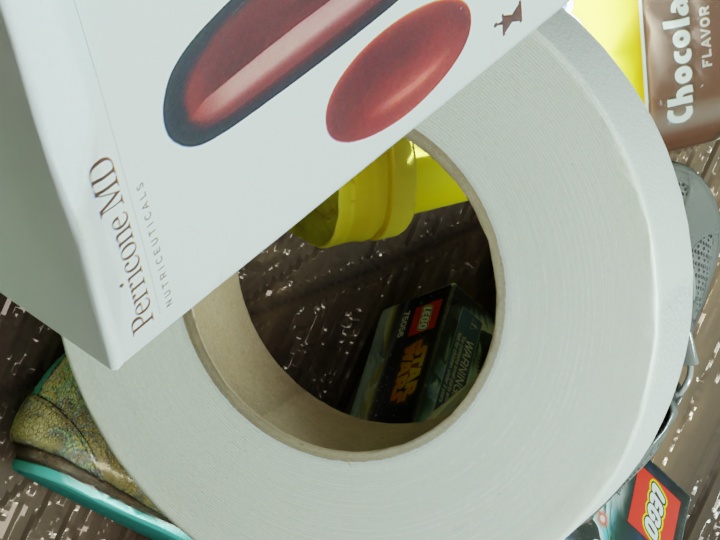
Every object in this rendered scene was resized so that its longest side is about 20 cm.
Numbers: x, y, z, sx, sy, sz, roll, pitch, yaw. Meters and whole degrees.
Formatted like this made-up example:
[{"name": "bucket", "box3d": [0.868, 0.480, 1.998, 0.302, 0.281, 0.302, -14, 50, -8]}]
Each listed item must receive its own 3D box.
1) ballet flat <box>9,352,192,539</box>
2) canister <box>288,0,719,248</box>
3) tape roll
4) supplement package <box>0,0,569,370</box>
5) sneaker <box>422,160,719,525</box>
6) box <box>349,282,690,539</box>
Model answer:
[{"name": "ballet flat", "box3d": [-0.029, 0.085, 0.892, 0.200, 0.071, 0.071, 36, 89, -26]}, {"name": "canister", "box3d": [0.063, -0.102, 0.865, 0.199, 0.086, 0.149, -14, 107, -20]}, {"name": "tape roll", "box3d": [0.000, 0.000, 0.781, 0.202, 0.037, 0.204, 6, 104, 23]}, {"name": "supplement package", "box3d": [-0.053, -0.126, 0.650, 0.200, 0.147, 0.192, -40, 141, -24]}, {"name": "sneaker", "box3d": [0.088, 0.030, 0.872, 0.075, 0.082, 0.200, 51, 45, -19]}, {"name": "box", "box3d": [0.040, 0.124, 0.875, 0.137, 0.040, 0.201, 41, 48, -29]}]
